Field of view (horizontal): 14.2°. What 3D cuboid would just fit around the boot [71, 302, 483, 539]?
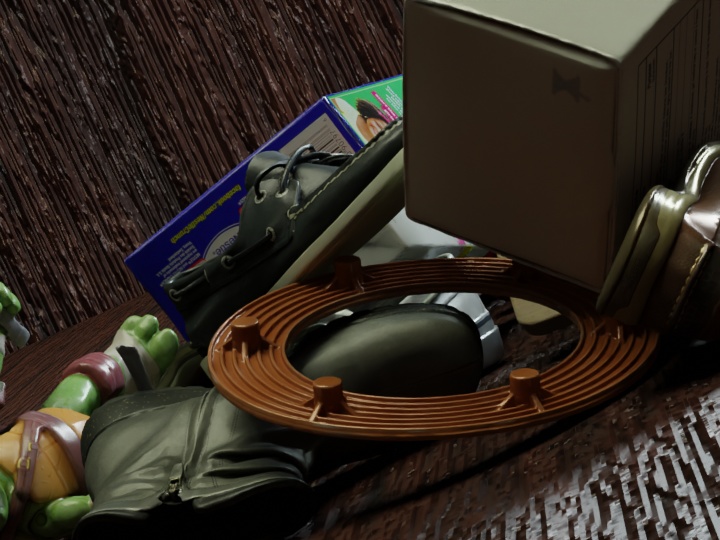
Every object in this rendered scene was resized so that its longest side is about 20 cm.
[{"bbox_3d":[-0.031,0.084,1.282,0.199,0.068,0.131,-18,19,-2],"label":"boot"}]

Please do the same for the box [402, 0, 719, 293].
[{"bbox_3d":[0.114,-0.107,1.315,0.109,0.128,0.200,21,43,25],"label":"box"}]

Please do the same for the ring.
[{"bbox_3d":[0.032,0.026,1.269,0.200,0.019,0.201,-4,20,2],"label":"ring"}]

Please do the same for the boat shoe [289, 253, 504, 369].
[{"bbox_3d":[-0.012,0.051,1.436,0.073,0.067,0.200,-20,6,44],"label":"boat shoe"}]

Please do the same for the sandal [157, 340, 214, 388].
[{"bbox_3d":[-0.082,0.070,1.716,0.080,0.057,0.201,-27,-11,-42],"label":"sandal"}]

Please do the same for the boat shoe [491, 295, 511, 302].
[{"bbox_3d":[0.110,-0.062,1.639,0.068,0.072,0.200,-22,-34,-57],"label":"boat shoe"}]

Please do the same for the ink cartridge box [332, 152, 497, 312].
[{"bbox_3d":[0.000,0.000,1.570,0.116,0.067,0.200,-42,-13,15],"label":"ink cartridge box"}]

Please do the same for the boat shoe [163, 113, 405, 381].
[{"bbox_3d":[-0.033,-0.025,1.386,0.074,0.066,0.199,-31,-11,-42],"label":"boat shoe"}]

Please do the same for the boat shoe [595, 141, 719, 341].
[{"bbox_3d":[0.156,-0.005,1.247,0.072,0.067,0.200,-67,-11,16],"label":"boat shoe"}]

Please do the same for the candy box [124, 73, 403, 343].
[{"bbox_3d":[-0.031,-0.042,1.792,0.169,0.077,0.200,-38,-3,20],"label":"candy box"}]

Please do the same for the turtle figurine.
[{"bbox_3d":[-0.128,0.058,1.436,0.144,0.201,0.194,5,11,28],"label":"turtle figurine"}]

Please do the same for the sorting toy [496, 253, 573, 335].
[{"bbox_3d":[0.154,-0.082,1.451,0.199,0.199,0.070,-21,-25,11],"label":"sorting toy"}]
